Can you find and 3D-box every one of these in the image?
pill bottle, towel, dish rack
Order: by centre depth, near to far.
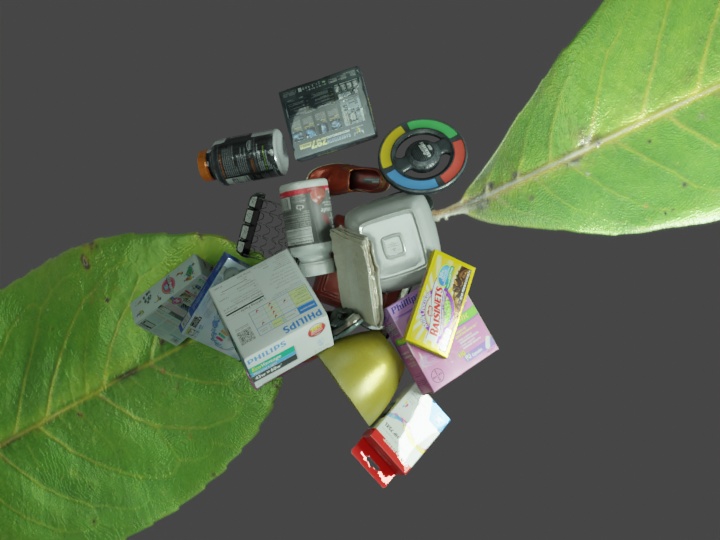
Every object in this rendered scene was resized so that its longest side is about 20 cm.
[{"bbox_3d":[-0.007,0.011,1.614,0.132,0.034,0.205,25,130,50],"label":"towel"},{"bbox_3d":[-0.109,-0.092,1.665,0.108,0.111,0.205,-9,93,11],"label":"pill bottle"},{"bbox_3d":[-0.271,-0.254,1.745,0.195,0.106,0.109,-8,89,12],"label":"pill bottle"},{"bbox_3d":[-0.184,-0.081,1.759,0.196,0.055,0.157,18,95,9],"label":"dish rack"}]

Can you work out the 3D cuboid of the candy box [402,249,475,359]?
[{"bbox_3d":[0.163,0.069,1.579,0.100,0.026,0.204,22,75,-10],"label":"candy box"}]

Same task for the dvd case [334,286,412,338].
[{"bbox_3d":[0.043,0.032,1.730,0.140,0.018,0.204,26,96,11],"label":"dvd case"}]

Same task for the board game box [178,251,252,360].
[{"bbox_3d":[-0.275,0.090,1.725,0.197,0.043,0.202,30,97,-32],"label":"board game box"}]

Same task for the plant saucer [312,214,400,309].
[{"bbox_3d":[0.000,0.000,1.711,0.196,0.037,0.204,19,95,10],"label":"plant saucer"}]

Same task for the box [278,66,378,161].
[{"bbox_3d":[-0.073,-0.352,1.731,0.195,0.051,0.162,-16,87,11],"label":"box"}]

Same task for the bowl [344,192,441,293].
[{"bbox_3d":[0.072,-0.056,1.634,0.195,0.075,0.204,-16,96,3],"label":"bowl"}]

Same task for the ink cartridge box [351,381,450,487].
[{"bbox_3d":[0.086,0.355,1.648,0.116,0.067,0.200,46,68,-3],"label":"ink cartridge box"}]

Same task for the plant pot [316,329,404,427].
[{"bbox_3d":[0.014,0.214,1.665,0.141,0.200,0.201,-37,83,-8],"label":"plant pot"}]

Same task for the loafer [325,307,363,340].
[{"bbox_3d":[-0.053,0.111,1.662,0.071,0.200,0.064,-33,90,-20],"label":"loafer"}]

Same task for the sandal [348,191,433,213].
[{"bbox_3d":[0.067,-0.127,1.702,0.196,0.048,0.077,-14,59,4],"label":"sandal"}]

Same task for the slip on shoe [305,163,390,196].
[{"bbox_3d":[-0.031,-0.205,1.720,0.195,0.061,0.076,3,93,13],"label":"slip on shoe"}]

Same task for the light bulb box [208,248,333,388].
[{"bbox_3d":[-0.187,0.099,1.608,0.195,0.126,0.201,-27,56,-12],"label":"light bulb box"}]

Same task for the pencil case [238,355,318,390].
[{"bbox_3d":[-0.172,0.191,1.732,0.197,0.087,0.089,-29,85,2],"label":"pencil case"}]

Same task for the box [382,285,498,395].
[{"bbox_3d":[0.164,0.130,1.633,0.174,0.097,0.203,-29,84,-15],"label":"box"}]

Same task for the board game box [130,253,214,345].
[{"bbox_3d":[-0.403,0.070,1.755,0.198,0.147,0.065,-35,54,10],"label":"board game box"}]

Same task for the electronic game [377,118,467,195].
[{"bbox_3d":[0.134,-0.248,1.655,0.195,0.042,0.204,-3,59,5],"label":"electronic game"}]
